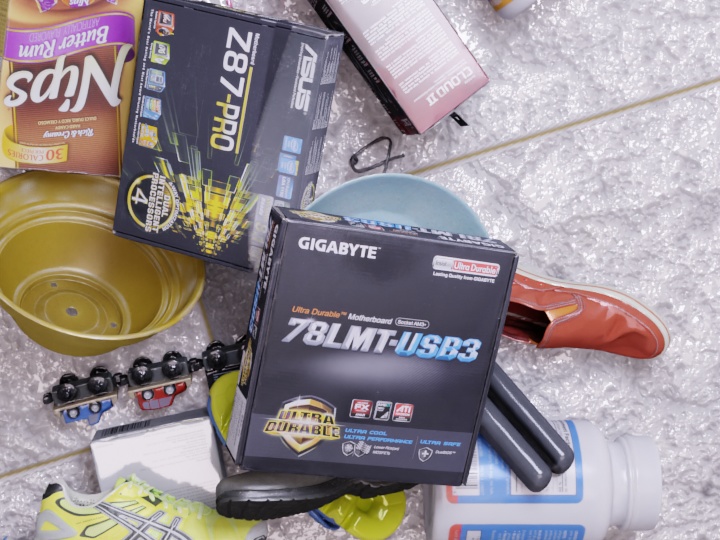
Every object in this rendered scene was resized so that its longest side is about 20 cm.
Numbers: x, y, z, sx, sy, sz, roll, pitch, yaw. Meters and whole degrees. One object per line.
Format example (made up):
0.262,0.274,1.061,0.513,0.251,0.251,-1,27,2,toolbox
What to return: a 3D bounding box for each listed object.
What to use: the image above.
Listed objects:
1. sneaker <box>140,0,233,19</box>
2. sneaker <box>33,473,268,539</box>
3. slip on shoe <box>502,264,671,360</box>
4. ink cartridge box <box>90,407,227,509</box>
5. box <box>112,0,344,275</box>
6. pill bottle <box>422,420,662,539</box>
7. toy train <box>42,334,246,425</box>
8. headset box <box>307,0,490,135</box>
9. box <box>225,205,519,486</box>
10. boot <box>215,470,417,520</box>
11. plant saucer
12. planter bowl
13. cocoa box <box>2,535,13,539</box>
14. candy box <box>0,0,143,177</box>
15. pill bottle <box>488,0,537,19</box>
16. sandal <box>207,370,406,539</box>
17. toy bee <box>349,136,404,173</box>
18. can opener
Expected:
-0.132,-0.162,1.304,0.087,0.074,0.202,-20,91,-2,sneaker
-0.176,0.213,1.283,0.197,0.075,0.077,-1,96,-5,sneaker
0.173,0.044,1.335,0.198,0.074,0.062,17,50,-1,slip on shoe
-0.164,0.231,1.349,0.108,0.050,0.202,-11,97,-3,ink cartridge box
-0.109,-0.108,1.231,0.159,0.049,0.202,15,104,15,box
0.156,0.187,1.334,0.197,0.112,0.114,1,95,-4,pill bottle
-0.180,0.099,1.345,0.198,0.034,0.046,-12,108,-3,toy train
0.025,-0.198,1.272,0.077,0.149,0.201,-37,96,0,headset box
0.008,0.062,1.194,0.198,0.050,0.201,8,105,-20,box
-0.040,0.130,1.274,0.198,0.068,0.132,-8,71,-26,boot
0.013,0.017,1.228,0.199,0.039,0.203,-5,108,-16,plant saucer
-0.236,0.011,1.284,0.198,0.201,0.084,21,129,-6,planter bowl
-0.275,0.354,1.291,0.199,0.132,0.134,38,124,-6,cocoa box
-0.247,-0.184,1.273,0.115,0.056,0.202,2,103,-30,candy box
0.108,-0.323,1.284,0.112,0.112,0.201,-37,96,0,pill bottle
-0.055,0.166,1.332,0.200,0.087,0.080,43,71,-2,sandal
0.000,0.000,1.310,0.200,0.131,0.109,-44,121,-10,toy bee
0.102,0.091,1.278,0.053,0.067,0.200,-33,69,-21,can opener
